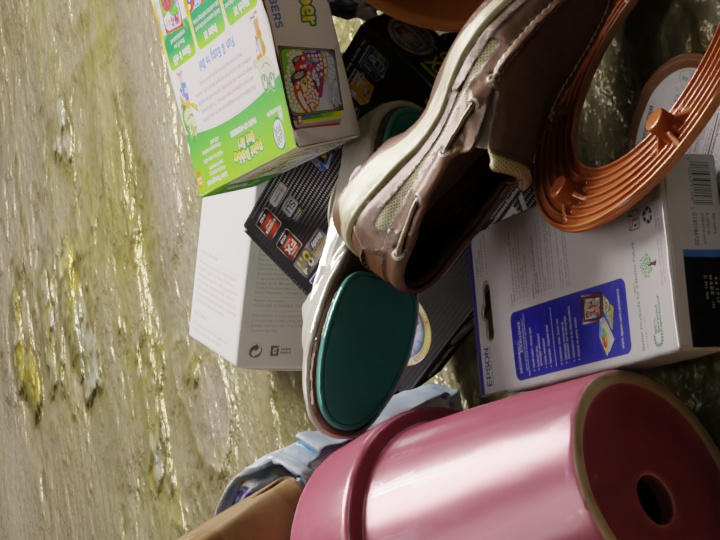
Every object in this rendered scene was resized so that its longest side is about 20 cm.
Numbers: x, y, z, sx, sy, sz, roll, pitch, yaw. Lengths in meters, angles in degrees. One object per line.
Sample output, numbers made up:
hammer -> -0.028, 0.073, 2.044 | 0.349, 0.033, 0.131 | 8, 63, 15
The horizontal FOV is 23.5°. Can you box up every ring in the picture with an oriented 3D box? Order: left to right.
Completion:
ring -> 0.143, -0.112, 0.883 | 0.200, 0.019, 0.200 | -53, 19, 27

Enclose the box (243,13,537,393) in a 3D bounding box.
box -> 0.028, -0.040, 1.076 | 0.160, 0.044, 0.200 | 46, 134, 12

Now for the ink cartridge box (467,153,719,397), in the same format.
ink cartridge box -> 0.122, 0.008, 0.920 | 0.200, 0.039, 0.100 | -21, 72, 63

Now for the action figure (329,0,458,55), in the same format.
action figure -> -0.008, -0.132, 1.168 | 0.200, 0.102, 0.119 | 18, 115, 40

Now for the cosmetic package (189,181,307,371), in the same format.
cosmetic package -> -0.073, -0.033, 1.320 | 0.102, 0.074, 0.200 | 26, 110, 59

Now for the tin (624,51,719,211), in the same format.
tin -> 0.198, -0.039, 0.852 | 0.200, 0.042, 0.112 | 41, 129, 55

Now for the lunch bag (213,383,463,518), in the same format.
lunch bag -> -0.006, 0.179, 1.063 | 0.127, 0.170, 0.200 | 23, 113, 29

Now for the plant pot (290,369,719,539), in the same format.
plant pot -> 0.092, 0.145, 0.903 | 0.179, 0.200, 0.200 | -35, 57, 38

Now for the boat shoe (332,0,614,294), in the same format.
boat shoe -> 0.072, -0.071, 0.908 | 0.202, 0.075, 0.075 | -53, 46, 19

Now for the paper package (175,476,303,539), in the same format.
paper package -> -0.070, 0.247, 0.959 | 0.191, 0.103, 0.200 | -35, 85, 36

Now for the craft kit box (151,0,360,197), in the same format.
craft kit box -> -0.075, -0.155, 1.039 | 0.200, 0.048, 0.198 | 166, 93, -68

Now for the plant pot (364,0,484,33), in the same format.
plant pot -> 0.057, -0.253, 0.979 | 0.140, 0.200, 0.200 | -104, 28, -58

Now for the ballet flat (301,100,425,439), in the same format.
ballet flat -> 0.000, 0.000, 0.998 | 0.069, 0.069, 0.200 | -9, 66, 61
